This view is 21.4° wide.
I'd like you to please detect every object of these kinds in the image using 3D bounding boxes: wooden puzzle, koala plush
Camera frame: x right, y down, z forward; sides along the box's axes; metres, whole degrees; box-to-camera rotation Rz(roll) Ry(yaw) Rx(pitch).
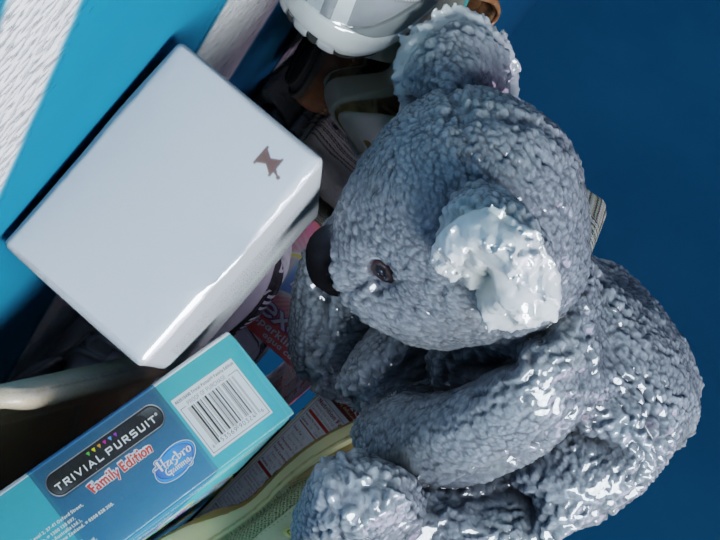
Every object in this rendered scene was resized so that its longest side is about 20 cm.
[{"bbox_3d":[-0.181,0.103,0.863,0.200,0.037,0.185,-45,169,16],"label":"wooden puzzle"},{"bbox_3d":[0.049,0.004,0.783,0.178,0.183,0.200,-94,176,-48],"label":"koala plush"}]

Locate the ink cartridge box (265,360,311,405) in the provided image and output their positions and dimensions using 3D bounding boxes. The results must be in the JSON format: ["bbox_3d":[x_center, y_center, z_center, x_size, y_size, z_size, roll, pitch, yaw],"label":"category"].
[{"bbox_3d":[-0.067,0.113,1.168,0.200,0.050,0.161,-39,-172,2],"label":"ink cartridge box"}]

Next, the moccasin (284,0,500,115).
[{"bbox_3d":[0.023,-0.122,1.004,0.074,0.078,0.201,-52,175,26],"label":"moccasin"}]

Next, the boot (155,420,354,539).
[{"bbox_3d":[0.005,0.150,0.833,0.200,0.155,0.073,-26,137,-31],"label":"boot"}]

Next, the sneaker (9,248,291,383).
[{"bbox_3d":[-0.113,0.037,0.977,0.200,0.075,0.115,-48,-177,35],"label":"sneaker"}]

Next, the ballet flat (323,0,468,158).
[{"bbox_3d":[0.012,-0.098,0.884,0.064,0.067,0.200,-9,138,-17],"label":"ballet flat"}]

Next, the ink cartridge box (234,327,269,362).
[{"bbox_3d":[-0.112,0.048,1.183,0.145,0.084,0.200,-51,179,43],"label":"ink cartridge box"}]

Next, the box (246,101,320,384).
[{"bbox_3d":[0.000,0.000,1.046,0.095,0.200,0.103,-49,179,36],"label":"box"}]

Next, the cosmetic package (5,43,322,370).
[{"bbox_3d":[-0.074,-0.018,0.780,0.101,0.071,0.200,-49,179,-5],"label":"cosmetic package"}]

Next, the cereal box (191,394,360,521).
[{"bbox_3d":[-0.033,0.148,0.966,0.200,0.040,0.144,-45,144,4],"label":"cereal box"}]

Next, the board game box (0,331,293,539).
[{"bbox_3d":[-0.128,0.117,0.830,0.151,0.047,0.200,-35,174,-31],"label":"board game box"}]

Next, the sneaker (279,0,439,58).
[{"bbox_3d":[0.053,-0.173,0.754,0.200,0.075,0.116,-49,176,-22],"label":"sneaker"}]

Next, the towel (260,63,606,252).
[{"bbox_3d":[0.041,-0.053,1.028,0.035,0.200,0.193,-49,-177,36],"label":"towel"}]

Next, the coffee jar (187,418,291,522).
[{"bbox_3d":[-0.123,0.145,1.042,0.200,0.104,0.085,-14,-165,-2],"label":"coffee jar"}]
